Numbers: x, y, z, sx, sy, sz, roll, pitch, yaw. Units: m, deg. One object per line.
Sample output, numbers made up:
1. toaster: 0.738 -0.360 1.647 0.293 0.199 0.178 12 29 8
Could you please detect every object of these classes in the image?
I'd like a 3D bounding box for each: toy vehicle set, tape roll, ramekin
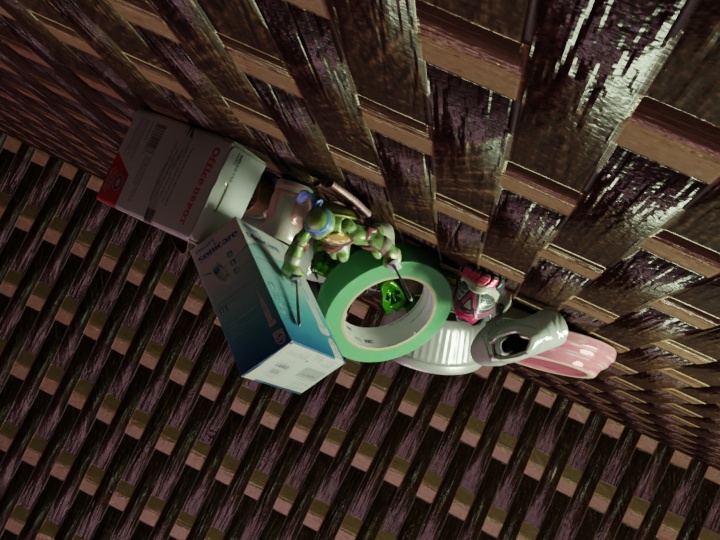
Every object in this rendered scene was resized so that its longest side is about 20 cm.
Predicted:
1. toy vehicle set: 0.172 0.056 1.603 0.199 0.027 0.124 19 173 -20
2. tape roll: 0.036 0.050 1.455 0.200 0.200 0.048 29 -155 -39
3. ramekin: 0.131 0.100 1.741 0.201 0.095 0.202 10 -160 -4

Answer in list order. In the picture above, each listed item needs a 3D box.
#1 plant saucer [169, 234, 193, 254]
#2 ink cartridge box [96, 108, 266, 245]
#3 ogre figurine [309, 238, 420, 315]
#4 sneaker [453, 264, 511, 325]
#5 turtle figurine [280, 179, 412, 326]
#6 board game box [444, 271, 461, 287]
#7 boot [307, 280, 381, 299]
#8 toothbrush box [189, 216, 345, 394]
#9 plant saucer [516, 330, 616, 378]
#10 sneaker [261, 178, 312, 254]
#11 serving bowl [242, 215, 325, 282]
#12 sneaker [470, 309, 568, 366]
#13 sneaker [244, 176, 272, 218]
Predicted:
1. plant saucer: -0.310 -0.128 1.651 0.034 0.201 0.200 -16 -168 -21
2. ink cartridge box: -0.248 -0.123 1.353 0.199 0.145 0.084 23 176 35
3. ogre figurine: 0.000 0.000 1.516 0.199 0.098 0.120 2 -147 -24
4. sneaker: 0.170 0.047 1.445 0.080 0.075 0.200 23 176 18
5. turtle figurine: -0.021 -0.010 1.275 0.200 0.144 0.194 55 -165 8
6. board game box: 0.081 -0.009 1.637 0.199 0.024 0.105 25 178 12
7. boot: -0.006 0.027 1.718 0.173 0.070 0.200 -11 -175 24
8. toothbrush box: -0.121 0.047 1.283 0.146 0.085 0.201 29 -150 -59
9. plant saucer: 0.306 0.130 1.567 0.200 0.051 0.201 14 170 3
10. sneaker: -0.102 -0.064 1.453 0.075 0.105 0.200 14 174 7
11. serving bowl: -0.108 -0.060 1.635 0.199 0.066 0.200 26 -163 -9
12. sneaker: 0.218 0.106 1.470 0.080 0.071 0.200 -20 175 -33
13. sneaker: -0.161 -0.116 1.519 0.090 0.067 0.200 19 179 -31
